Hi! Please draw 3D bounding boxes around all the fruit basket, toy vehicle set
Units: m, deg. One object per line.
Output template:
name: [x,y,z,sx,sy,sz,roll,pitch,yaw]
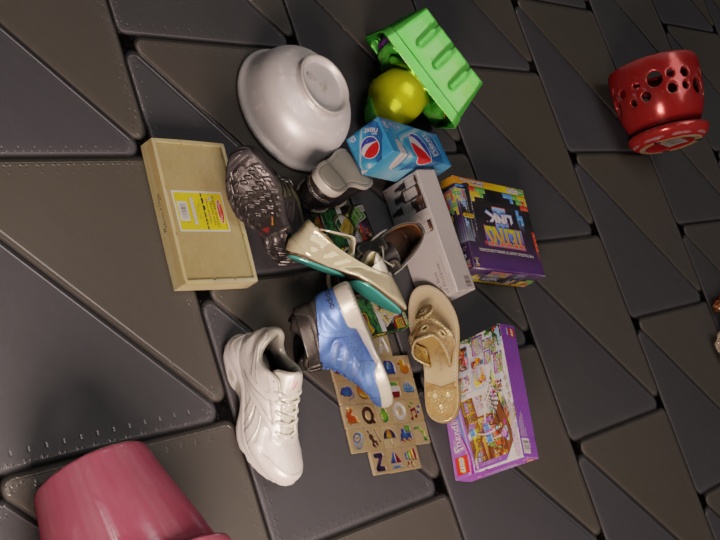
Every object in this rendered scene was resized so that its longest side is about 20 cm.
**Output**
fruit basket: [0.076,-0.305,1.824,0.212,0.155,0.220,-2,98,-13]
toy vehicle set: [-0.211,-0.074,1.446,0.123,0.026,0.203,0,69,-47]

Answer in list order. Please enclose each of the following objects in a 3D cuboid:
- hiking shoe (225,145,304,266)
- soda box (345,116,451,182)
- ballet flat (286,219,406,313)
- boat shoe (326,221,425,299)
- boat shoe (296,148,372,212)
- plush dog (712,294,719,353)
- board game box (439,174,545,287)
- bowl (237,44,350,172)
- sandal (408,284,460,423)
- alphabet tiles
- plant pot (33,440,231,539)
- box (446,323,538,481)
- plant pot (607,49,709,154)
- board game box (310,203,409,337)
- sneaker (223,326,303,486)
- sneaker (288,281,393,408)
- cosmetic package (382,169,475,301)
hiking shoe: [-0.129,-0.100,1.497,0.102,0.075,0.201,-98,167,-48]
soda box: [0.063,-0.183,1.731,0.199,0.067,0.065,3,58,-60]
ballet flat: [-0.008,-0.009,1.498,0.198,0.069,0.070,29,50,-26]
boat shoe: [0.022,-0.017,1.595,0.199,0.067,0.072,-35,94,-45]
boat shoe: [-0.038,-0.128,1.632,0.074,0.060,0.200,50,23,-1]
plush dog: [0.864,0.109,2.408,0.160,0.196,0.175,43,42,-73]
board game box: [0.219,-0.065,1.878,0.198,0.056,0.168,6,64,-45]
bowl: [-0.079,-0.257,1.639,0.199,0.090,0.204,25,52,-37]
sandal: [0.109,0.115,1.631,0.070,0.076,0.215,46,35,-69]
alphabet tiles: [0.028,0.188,1.573,0.165,0.006,0.203,1,68,-46]
plant pot: [-0.237,0.283,1.112,0.198,0.200,0.180,-8,59,-48]
box: [0.185,0.197,1.634,0.039,0.136,0.203,13,60,-40]
plant pot: [0.651,-0.359,2.400,0.199,0.199,0.186,-1,79,-47]
board game box: [0.000,0.000,1.630,0.104,0.023,0.203,-11,76,-47]
sneaker: [-0.107,0.164,1.369,0.077,0.099,0.203,-7,74,-48]
sneaker: [-0.032,0.118,1.498,0.077,0.110,0.202,-112,179,-58]
cosmetic package: [0.105,-0.049,1.728,0.050,0.082,0.203,-7,74,-45]
